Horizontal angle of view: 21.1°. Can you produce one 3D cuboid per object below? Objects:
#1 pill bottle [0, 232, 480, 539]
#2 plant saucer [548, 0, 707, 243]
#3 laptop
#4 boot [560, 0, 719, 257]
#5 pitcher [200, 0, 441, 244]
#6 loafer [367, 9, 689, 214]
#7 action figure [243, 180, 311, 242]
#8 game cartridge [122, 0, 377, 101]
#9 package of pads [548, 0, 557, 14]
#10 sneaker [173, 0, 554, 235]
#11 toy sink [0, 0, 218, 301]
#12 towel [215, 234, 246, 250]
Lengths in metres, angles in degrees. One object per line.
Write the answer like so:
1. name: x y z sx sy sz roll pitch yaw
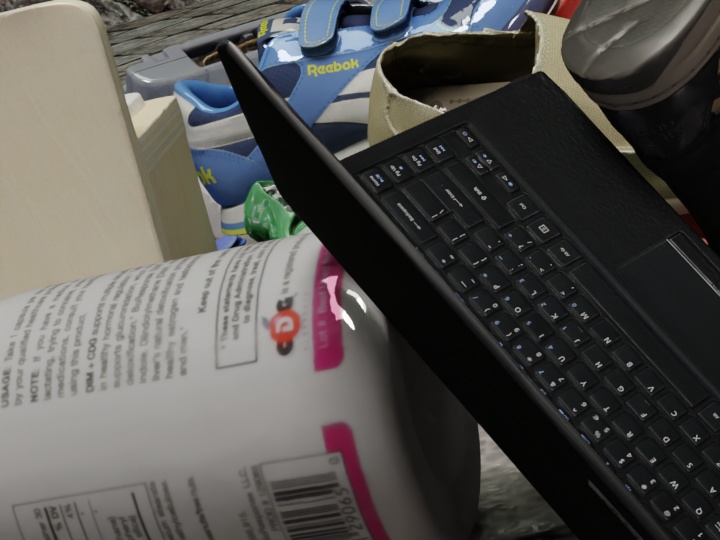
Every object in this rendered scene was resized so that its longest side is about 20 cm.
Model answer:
1. pill bottle: -0.068 0.056 0.652 0.198 0.114 0.113 -11 14 17
2. plant saucer: 0.168 -0.081 0.830 0.199 0.037 0.200 13 59 34
3. laptop: 0.067 0.001 0.548 0.199 0.178 0.104 -26 -22 -41
4. boot: 0.168 -0.084 0.700 0.073 0.151 0.200 12 53 49
5. pitcher: 0.026 -0.080 1.110 0.199 0.122 0.171 -19 -5 37
6. loafer: 0.090 -0.067 0.783 0.198 0.068 0.076 -7 50 20
7. action figure: 0.042 -0.002 0.766 0.198 0.055 0.118 13 11 19
8. game cartridge: -0.052 -0.093 1.185 0.199 0.134 0.042 -21 42 -26
9. package of pads: 0.133 -0.087 0.955 0.154 0.068 0.201 -3 43 41
10. sneaker: -0.001 -0.095 0.897 0.199 0.083 0.074 -31 7 15
11. toy sink: -0.128 -0.003 0.764 0.129 0.202 0.112 -14 14 8
12. towel: -0.161 0.025 0.976 0.144 0.024 0.200 -5 16 34
